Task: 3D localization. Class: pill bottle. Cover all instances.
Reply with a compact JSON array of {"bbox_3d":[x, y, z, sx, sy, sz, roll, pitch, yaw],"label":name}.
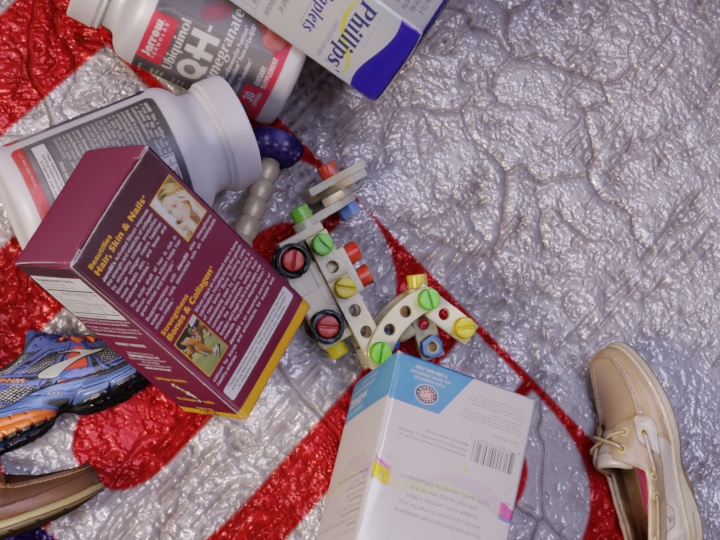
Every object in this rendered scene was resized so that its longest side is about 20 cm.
[{"bbox_3d":[-0.188,-0.079,1.265,0.198,0.116,0.117,-24,83,-16],"label":"pill bottle"},{"bbox_3d":[-0.145,-0.214,1.336,0.198,0.111,0.112,24,68,-12],"label":"pill bottle"}]

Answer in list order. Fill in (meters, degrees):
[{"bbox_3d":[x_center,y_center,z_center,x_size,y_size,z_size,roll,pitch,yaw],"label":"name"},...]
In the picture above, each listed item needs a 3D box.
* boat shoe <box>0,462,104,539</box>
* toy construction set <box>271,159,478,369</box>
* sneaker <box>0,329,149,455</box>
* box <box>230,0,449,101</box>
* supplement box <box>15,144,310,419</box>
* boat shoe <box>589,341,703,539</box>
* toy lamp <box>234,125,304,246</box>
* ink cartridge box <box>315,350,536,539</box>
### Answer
[{"bbox_3d":[-0.295,0.176,1.188,0.198,0.072,0.068,-15,81,-20],"label":"boat shoe"},{"bbox_3d":[0.000,0.000,1.334,0.130,0.092,0.201,-28,80,-9],"label":"toy construction set"},{"bbox_3d":[-0.234,0.076,1.240,0.198,0.075,0.079,-23,79,-26],"label":"sneaker"},{"bbox_3d":[-0.011,-0.275,1.304,0.199,0.105,0.185,35,52,-3],"label":"box"},{"bbox_3d":[-0.146,0.011,1.183,0.200,0.085,0.111,46,62,-33],"label":"supplement box"},{"bbox_3d":[0.241,0.164,1.382,0.069,0.074,0.202,-14,80,-29],"label":"boat shoe"},{"bbox_3d":[-0.101,-0.025,1.325,0.058,0.058,0.202,21,69,-13],"label":"toy lamp"},{"bbox_3d":[0.045,0.192,1.275,0.127,0.125,0.202,20,69,-12],"label":"ink cartridge box"}]
